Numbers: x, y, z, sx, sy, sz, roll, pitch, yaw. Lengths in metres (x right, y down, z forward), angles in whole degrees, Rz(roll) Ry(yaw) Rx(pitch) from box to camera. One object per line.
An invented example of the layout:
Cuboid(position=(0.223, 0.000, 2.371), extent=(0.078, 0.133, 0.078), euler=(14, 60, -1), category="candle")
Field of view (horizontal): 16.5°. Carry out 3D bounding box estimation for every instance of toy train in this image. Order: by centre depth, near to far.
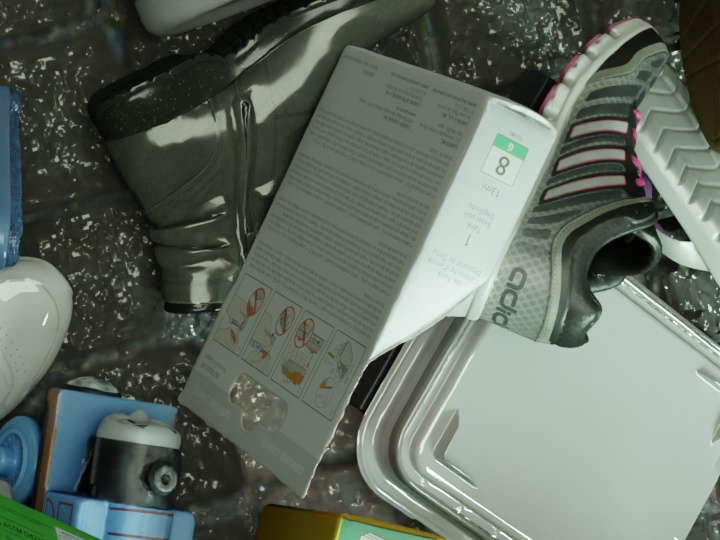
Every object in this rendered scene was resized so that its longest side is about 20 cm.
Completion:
Cuboid(position=(-0.130, 0.152, 1.184), extent=(0.087, 0.114, 0.201), euler=(13, 84, -37), category="toy train")

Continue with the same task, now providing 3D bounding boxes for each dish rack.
Cuboid(position=(0.110, 0.078, 1.270), extent=(0.200, 0.044, 0.172), euler=(36, 77, -27), category="dish rack")

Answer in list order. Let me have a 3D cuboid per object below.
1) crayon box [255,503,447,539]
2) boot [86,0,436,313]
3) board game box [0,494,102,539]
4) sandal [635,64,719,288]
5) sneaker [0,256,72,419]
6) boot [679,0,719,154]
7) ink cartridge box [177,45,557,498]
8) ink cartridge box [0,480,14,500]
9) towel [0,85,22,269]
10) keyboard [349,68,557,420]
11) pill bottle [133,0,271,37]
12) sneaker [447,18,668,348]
Cuboid(position=(-0.026, 0.216, 1.185), extent=(0.058, 0.173, 0.201), euler=(14, 83, -13), category="crayon box")
Cuboid(position=(-0.033, -0.067, 1.267), extent=(0.200, 0.068, 0.131), euler=(-27, 105, -14), category="boot")
Cuboid(position=(-0.220, 0.177, 1.092), extent=(0.153, 0.040, 0.200), euler=(29, 110, -31), category="board game box")
Cuboid(position=(0.170, -0.032, 1.311), extent=(0.050, 0.082, 0.203), euler=(-32, 87, 29), category="sandal")
Cuboid(position=(-0.209, 0.076, 1.181), extent=(0.200, 0.100, 0.075), euler=(-43, 115, -10), category="sneaker")
Cuboid(position=(0.251, -0.155, 1.327), extent=(0.155, 0.073, 0.201), euler=(4, 73, -15), category="boot")
Cuboid(position=(0.000, 0.000, 1.176), extent=(0.050, 0.161, 0.200), euler=(22, 93, -28), category="ink cartridge box")
Cuboid(position=(-0.266, 0.171, 1.126), extent=(0.173, 0.044, 0.200), euler=(11, 119, -24), category="ink cartridge box")
Cuboid(position=(-0.261, -0.052, 1.187), extent=(0.199, 0.049, 0.112), euler=(8, 54, -17), category="towel")
Cuboid(position=(0.050, -0.013, 1.264), extent=(0.127, 0.021, 0.200), euler=(40, 75, -46), category="keyboard")
Cuboid(position=(-0.089, -0.227, 1.226), extent=(0.114, 0.114, 0.201), euler=(-22, 92, -15), category="pill bottle")
Cuboid(position=(0.114, -0.038, 1.214), extent=(0.087, 0.074, 0.200), euler=(30, 57, 5), category="sneaker")
